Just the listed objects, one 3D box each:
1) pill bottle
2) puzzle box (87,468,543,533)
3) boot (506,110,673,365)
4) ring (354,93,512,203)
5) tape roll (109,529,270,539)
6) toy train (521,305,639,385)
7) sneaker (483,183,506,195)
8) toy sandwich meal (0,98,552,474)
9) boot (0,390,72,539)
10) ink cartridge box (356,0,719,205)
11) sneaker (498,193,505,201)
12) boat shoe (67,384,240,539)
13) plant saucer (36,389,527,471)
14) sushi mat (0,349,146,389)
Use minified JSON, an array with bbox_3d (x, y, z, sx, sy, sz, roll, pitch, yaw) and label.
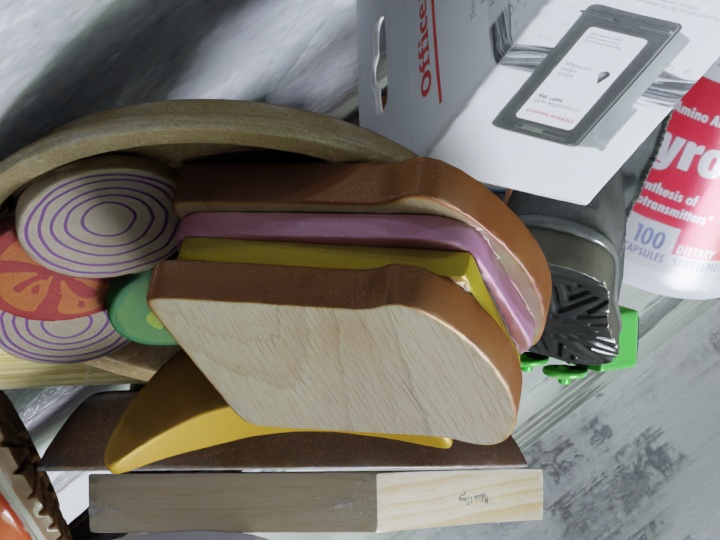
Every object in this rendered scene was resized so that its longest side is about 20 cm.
[{"bbox_3d":[0.159,-0.096,1.160,0.112,0.112,0.200,-28,144,-51],"label":"pill bottle"},{"bbox_3d":[-0.015,0.099,1.135,0.133,0.026,0.200,-2,176,24],"label":"puzzle box"},{"bbox_3d":[0.101,-0.072,1.060,0.182,0.072,0.201,112,-7,-74],"label":"boot"},{"bbox_3d":[0.029,-0.010,1.200,0.200,0.019,0.201,-34,144,-30],"label":"ring"},{"bbox_3d":[-0.103,0.185,1.066,0.200,0.066,0.200,-17,150,-10],"label":"tape roll"},{"bbox_3d":[0.067,0.019,1.343,0.056,0.042,0.200,-7,-165,-34],"label":"toy train"},{"bbox_3d":[0.125,-0.110,1.258,0.200,0.072,0.072,-36,138,20],"label":"sneaker"},{"bbox_3d":[-0.037,0.015,0.856,0.204,0.070,0.205,3,151,1],"label":"toy sandwich meal"},{"bbox_3d":[-0.179,0.120,1.120,0.107,0.075,0.200,-18,156,-14],"label":"boot"},{"bbox_3d":[0.068,-0.104,0.836,0.068,0.116,0.200,13,145,-21],"label":"ink cartridge box"},{"bbox_3d":[0.108,-0.046,1.394,0.074,0.085,0.200,-45,169,36],"label":"sneaker"},{"bbox_3d":[-0.075,0.063,1.239,0.200,0.073,0.075,-42,175,-19],"label":"boat shoe"},{"bbox_3d":[-0.032,0.065,1.062,0.200,0.035,0.200,-1,176,0],"label":"plant saucer"},{"bbox_3d":[-0.059,0.023,0.989,0.199,0.012,0.096,-1,159,-18],"label":"sushi mat"}]
